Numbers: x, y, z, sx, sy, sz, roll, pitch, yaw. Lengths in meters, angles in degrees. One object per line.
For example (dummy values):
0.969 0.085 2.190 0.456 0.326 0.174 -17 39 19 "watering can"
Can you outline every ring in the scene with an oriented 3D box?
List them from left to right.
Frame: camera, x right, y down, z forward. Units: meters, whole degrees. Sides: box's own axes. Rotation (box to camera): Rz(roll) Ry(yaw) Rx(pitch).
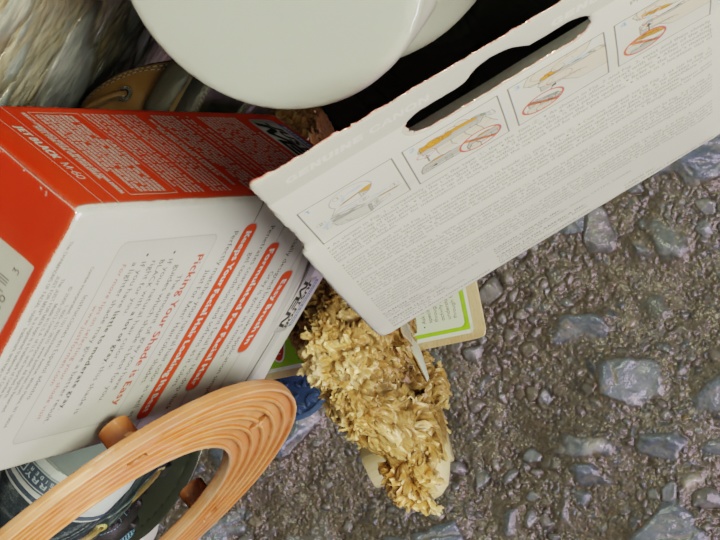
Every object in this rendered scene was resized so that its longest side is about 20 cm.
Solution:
-0.108 0.106 0.646 0.200 0.019 0.201 -37 165 -12 "ring"

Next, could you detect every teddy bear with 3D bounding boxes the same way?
-0.012 0.023 0.751 0.067 0.200 0.145 -21 -139 11 "teddy bear"

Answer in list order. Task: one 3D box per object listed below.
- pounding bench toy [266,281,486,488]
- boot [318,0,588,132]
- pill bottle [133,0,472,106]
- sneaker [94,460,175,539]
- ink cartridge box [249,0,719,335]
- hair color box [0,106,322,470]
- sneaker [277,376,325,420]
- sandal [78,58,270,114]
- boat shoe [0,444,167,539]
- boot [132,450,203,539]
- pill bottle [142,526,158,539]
0.000 0.000 0.902 0.156 0.124 0.201 -86 164 -74 "pounding bench toy"
0.069 -0.134 0.724 0.203 0.073 0.154 -23 -149 45 "boot"
0.003 -0.138 0.547 0.113 0.113 0.200 -59 180 36 "pill bottle"
-0.137 0.102 0.863 0.200 0.082 0.073 -37 -146 -1 "sneaker"
0.046 -0.055 0.554 0.161 0.050 0.200 -31 160 3 "ink cartridge box"
-0.086 0.002 0.598 0.111 0.064 0.200 -59 158 18 "hair color box"
-0.035 -0.006 1.068 0.078 0.070 0.201 -80 177 -77 "sneaker"
-0.087 -0.058 0.672 0.200 0.054 0.082 -56 160 -7 "sandal"
-0.121 0.074 0.756 0.091 0.071 0.200 -50 179 26 "boat shoe"
-0.108 0.068 0.978 0.174 0.069 0.201 107 8 -85 "boot"
-0.221 0.222 1.098 0.200 0.113 0.113 -57 179 -44 "pill bottle"
